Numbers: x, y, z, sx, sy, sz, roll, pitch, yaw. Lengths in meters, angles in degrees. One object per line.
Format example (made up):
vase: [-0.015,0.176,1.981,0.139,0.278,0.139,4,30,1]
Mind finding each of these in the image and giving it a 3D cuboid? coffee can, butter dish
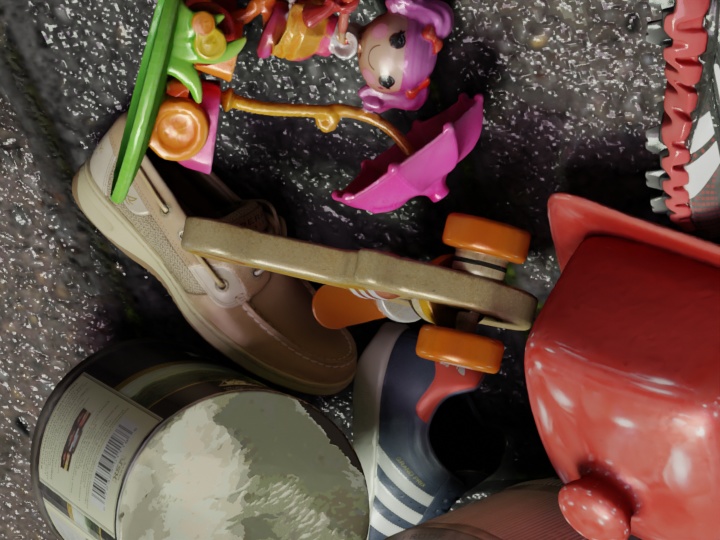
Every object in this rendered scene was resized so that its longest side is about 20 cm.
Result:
coffee can: [-0.096,0.125,1.649,0.146,0.146,0.200,49,170,-19]
butter dish: [0.161,0.085,1.529,0.199,0.148,0.200,22,146,39]

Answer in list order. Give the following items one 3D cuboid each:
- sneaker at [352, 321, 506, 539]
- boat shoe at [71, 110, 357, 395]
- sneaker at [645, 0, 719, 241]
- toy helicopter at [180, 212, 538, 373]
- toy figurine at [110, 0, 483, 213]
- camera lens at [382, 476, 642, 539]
sneaker: [0.043,0.126,1.704,0.084,0.075,0.201,13,130,18]
boat shoe: [-0.075,-0.009,1.635,0.200,0.071,0.065,40,124,1]
sneaker: [0.196,-0.089,1.472,0.098,0.071,0.201,4,134,9]
toy helicopter: [0.000,0.000,1.581,0.199,0.132,0.079,13,88,6]
toy figurine: [-0.021,-0.111,1.531,0.183,0.150,0.201,14,106,-7]
camera lens: [0.088,0.205,1.599,0.160,0.200,0.161,6,101,32]
